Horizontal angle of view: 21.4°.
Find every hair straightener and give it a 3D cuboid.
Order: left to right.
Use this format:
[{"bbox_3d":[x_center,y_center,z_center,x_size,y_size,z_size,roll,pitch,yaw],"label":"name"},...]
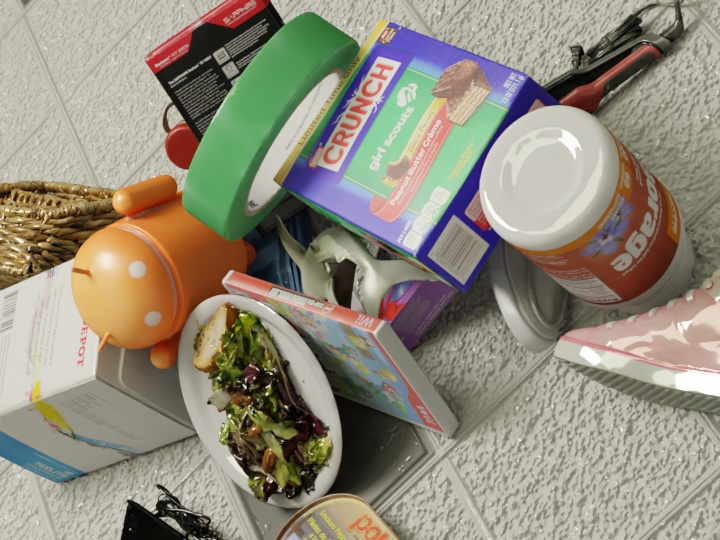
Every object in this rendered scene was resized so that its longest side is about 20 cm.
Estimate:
[{"bbox_3d":[0.201,-0.183,1.664,0.200,0.041,0.077,-39,44,18],"label":"hair straightener"}]

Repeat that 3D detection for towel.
[{"bbox_3d":[-0.094,0.016,1.810,0.111,0.048,0.202,-30,48,27],"label":"towel"}]

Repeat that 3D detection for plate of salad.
[{"bbox_3d":[-0.096,0.119,1.664,0.199,0.048,0.202,20,122,36],"label":"plate of salad"}]

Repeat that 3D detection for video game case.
[{"bbox_3d":[-0.018,0.070,1.628,0.199,0.143,0.017,17,61,45],"label":"video game case"}]

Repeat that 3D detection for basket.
[{"bbox_3d":[-0.350,-0.052,2.022,0.199,0.142,0.150,11,73,46],"label":"basket"}]

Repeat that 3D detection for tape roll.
[{"bbox_3d":[-0.075,-0.122,1.624,0.048,0.200,0.201,33,89,9],"label":"tape roll"}]

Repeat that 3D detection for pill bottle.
[{"bbox_3d":[0.182,-0.038,1.461,0.111,0.200,0.113,-13,64,28],"label":"pill bottle"}]

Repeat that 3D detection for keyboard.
[{"bbox_3d":[-0.151,0.266,1.726,0.199,0.039,0.105,25,106,47],"label":"keyboard"}]

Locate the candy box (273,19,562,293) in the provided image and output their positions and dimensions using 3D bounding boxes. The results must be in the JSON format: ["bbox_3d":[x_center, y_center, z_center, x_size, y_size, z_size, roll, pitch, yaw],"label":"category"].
[{"bbox_3d":[0.049,-0.098,1.542,0.199,0.077,0.170,28,84,49],"label":"candy box"}]

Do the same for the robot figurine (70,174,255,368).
[{"bbox_3d":[-0.181,0.001,1.735,0.116,0.199,0.145,40,131,18],"label":"robot figurine"}]

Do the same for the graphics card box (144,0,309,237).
[{"bbox_3d":[-0.093,-0.148,1.755,0.125,0.201,0.051,-32,12,9],"label":"graphics card box"}]

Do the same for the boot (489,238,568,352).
[{"bbox_3d":[0.162,-0.035,1.579,0.095,0.073,0.202,-31,46,35],"label":"boot"}]

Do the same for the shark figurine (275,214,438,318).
[{"bbox_3d":[-0.001,-0.015,1.642,0.089,0.129,0.214,-26,-1,-19],"label":"shark figurine"}]

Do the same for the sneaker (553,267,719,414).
[{"bbox_3d":[0.247,0.047,1.447,0.199,0.075,0.106,10,76,38],"label":"sneaker"}]

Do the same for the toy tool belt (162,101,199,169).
[{"bbox_3d":[-0.085,-0.155,1.854,0.198,0.126,0.123,-14,19,14],"label":"toy tool belt"}]

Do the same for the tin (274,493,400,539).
[{"bbox_3d":[-0.005,0.260,1.558,0.112,0.042,0.200,-45,37,-1],"label":"tin"}]

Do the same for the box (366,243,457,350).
[{"bbox_3d":[0.063,-0.044,1.645,0.200,0.039,0.138,126,147,-45],"label":"box"}]

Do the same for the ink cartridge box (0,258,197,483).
[{"bbox_3d":[-0.268,0.093,1.850,0.199,0.146,0.148,-21,52,34],"label":"ink cartridge box"}]
